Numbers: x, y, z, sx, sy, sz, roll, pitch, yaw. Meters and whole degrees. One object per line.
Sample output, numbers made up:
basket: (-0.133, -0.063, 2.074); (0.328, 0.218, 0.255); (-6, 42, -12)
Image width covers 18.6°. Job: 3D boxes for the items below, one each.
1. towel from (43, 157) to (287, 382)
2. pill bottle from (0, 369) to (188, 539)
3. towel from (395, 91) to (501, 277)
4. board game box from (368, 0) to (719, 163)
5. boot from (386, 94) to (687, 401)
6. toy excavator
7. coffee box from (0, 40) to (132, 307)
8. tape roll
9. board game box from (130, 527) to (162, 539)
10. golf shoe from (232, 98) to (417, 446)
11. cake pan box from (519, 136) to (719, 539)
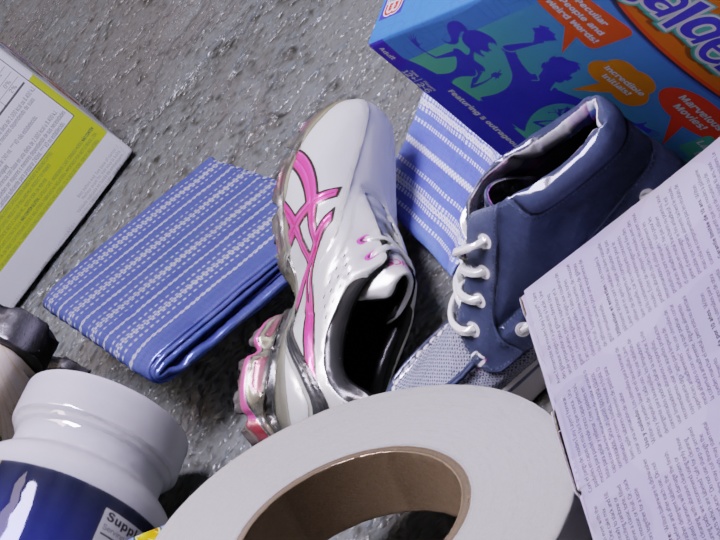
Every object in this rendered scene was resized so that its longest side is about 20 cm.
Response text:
towel: (-0.097, -0.002, 1.268); (0.145, 0.024, 0.200); (-40, 24, -13)
pill bottle: (-0.166, 0.159, 1.135); (0.116, 0.116, 0.200); (-17, 44, 48)
towel: (0.065, -0.105, 1.122); (0.200, 0.024, 0.145); (-68, 22, 12)
board game box: (0.125, -0.097, 0.953); (0.200, 0.152, 0.045); (-18, 43, 48)
boot: (0.065, 0.002, 0.993); (0.200, 0.090, 0.073); (-40, 30, 23)
toy excavator: (-0.256, 0.091, 1.349); (0.200, 0.195, 0.100); (11, 64, 29)
coffee box: (-0.318, -0.085, 1.557); (0.200, 0.198, 0.200); (-53, 27, 0)
tape roll: (0.002, 0.121, 0.921); (0.203, 0.037, 0.203); (-19, 27, 10)
board game box: (-0.080, 0.180, 0.975); (0.135, 0.034, 0.200); (-21, 27, -16)
golf shoe: (0.000, 0.000, 1.118); (0.092, 0.073, 0.200); (-14, 57, 41)
cake pan box: (0.158, 0.026, 0.848); (0.184, 0.052, 0.200); (-39, 37, 21)
